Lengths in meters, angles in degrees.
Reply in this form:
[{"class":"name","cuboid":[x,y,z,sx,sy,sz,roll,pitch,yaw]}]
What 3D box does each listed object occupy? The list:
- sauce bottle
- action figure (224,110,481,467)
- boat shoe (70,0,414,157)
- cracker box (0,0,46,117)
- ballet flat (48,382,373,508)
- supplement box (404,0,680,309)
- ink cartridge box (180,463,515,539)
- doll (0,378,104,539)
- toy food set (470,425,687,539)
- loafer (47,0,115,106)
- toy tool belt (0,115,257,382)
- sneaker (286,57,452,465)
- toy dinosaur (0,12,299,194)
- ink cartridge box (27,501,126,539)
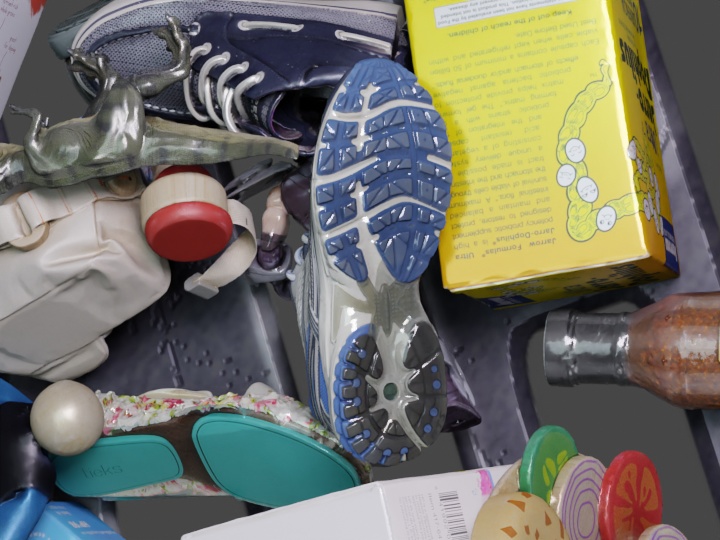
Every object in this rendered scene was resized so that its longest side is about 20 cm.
[{"class":"sauce bottle","cuboid":[0.194,0.040,1.301,0.198,0.066,0.067,3,85,16]},{"class":"action figure","cuboid":[0.000,0.000,1.362,0.129,0.069,0.201,-23,75,20]},{"class":"boat shoe","cuboid":[-0.065,-0.103,1.335,0.198,0.093,0.075,-2,118,11]},{"class":"cracker box","cuboid":[-0.251,-0.094,1.405,0.057,0.134,0.201,21,91,17]},{"class":"ballet flat","cuboid":[-0.080,0.087,1.365,0.198,0.064,0.076,1,127,23]},{"class":"supplement box","cuboid":[0.093,-0.090,1.320,0.109,0.109,0.202,-10,82,15]},{"class":"ink cartridge box","cuboid":[0.026,0.175,1.277,0.125,0.199,0.130,-18,79,31]},{"class":"doll","cuboid":[-0.213,0.115,1.376,0.200,0.048,0.137,-36,49,33]},{"class":"toy food set","cuboid":[0.118,0.177,1.246,0.048,0.198,0.201,-19,104,34]},{"class":"loafer","cuboid":[-0.076,-0.146,1.405,0.199,0.072,0.063,-21,106,18]},{"class":"toy tool belt","cuboid":[-0.151,-0.034,1.373,0.199,0.124,0.124,-31,51,33]},{"class":"sneaker","cuboid":[-0.006,-0.006,1.276,0.077,0.085,0.202,0,95,-27]},{"class":"toy dinosaur","cuboid":[-0.123,-0.081,1.305,0.198,0.048,0.089,-4,58,14]},{"class":"ink cartridge box","cuboid":[-0.124,0.229,1.371,0.199,0.067,0.116,36,94,16]}]
